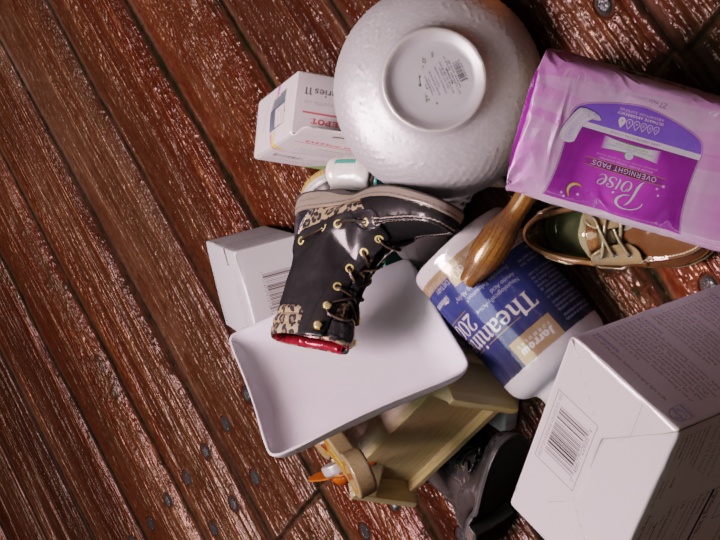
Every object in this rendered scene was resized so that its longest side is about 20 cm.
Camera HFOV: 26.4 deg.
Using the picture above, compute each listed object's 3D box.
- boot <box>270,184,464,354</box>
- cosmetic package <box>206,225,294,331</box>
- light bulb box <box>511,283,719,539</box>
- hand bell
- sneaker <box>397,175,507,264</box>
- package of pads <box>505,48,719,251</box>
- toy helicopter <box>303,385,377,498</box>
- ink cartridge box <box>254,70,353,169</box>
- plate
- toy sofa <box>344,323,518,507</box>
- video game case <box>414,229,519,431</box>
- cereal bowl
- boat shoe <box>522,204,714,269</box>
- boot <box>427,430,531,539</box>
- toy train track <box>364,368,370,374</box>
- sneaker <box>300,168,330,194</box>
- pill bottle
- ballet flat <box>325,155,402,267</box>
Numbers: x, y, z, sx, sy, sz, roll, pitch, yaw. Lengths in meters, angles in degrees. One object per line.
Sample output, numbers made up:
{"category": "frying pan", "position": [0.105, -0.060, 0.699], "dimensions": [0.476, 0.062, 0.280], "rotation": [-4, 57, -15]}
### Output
{"category": "boot", "position": [0.000, 0.000, 1.426], "dimensions": [0.200, 0.073, 0.151], "rotation": [3, 71, 41]}
{"category": "cosmetic package", "position": [-0.113, 0.014, 1.758], "dimensions": [0.200, 0.081, 0.113], "rotation": [-172, 67, -74]}
{"category": "light bulb box", "position": [0.258, 0.136, 1.267], "dimensions": [0.125, 0.200, 0.198], "rotation": [46, 136, 35]}
{"category": "hand bell", "position": [0.146, -0.069, 1.349], "dimensions": [0.104, 0.104, 0.200], "rotation": [46, 111, 32]}
{"category": "sneaker", "position": [0.095, -0.084, 1.491], "dimensions": [0.116, 0.074, 0.200], "rotation": [31, 119, 45]}
{"category": "package of pads", "position": [0.225, -0.095, 1.230], "dimensions": [0.200, 0.076, 0.121], "rotation": [17, 102, 7]}
{"category": "toy helicopter", "position": [-0.027, 0.171, 1.501], "dimensions": [0.200, 0.079, 0.132], "rotation": [-134, 26, -61]}
{"category": "ink cartridge box", "position": [-0.028, -0.150, 1.547], "dimensions": [0.200, 0.117, 0.067], "rotation": [167, 110, -72]}
{"category": "plate", "position": [-0.012, 0.086, 1.464], "dimensions": [0.200, 0.200, 0.032], "rotation": [-117, 4, -55]}
{"category": "toy sofa", "position": [0.062, 0.145, 1.531], "dimensions": [0.200, 0.083, 0.098], "rotation": [-50, 41, 38]}
{"category": "video game case", "position": [0.098, 0.045, 1.596], "dimensions": [0.200, 0.022, 0.182], "rotation": [33, 129, 43]}
{"category": "cereal bowl", "position": [0.069, -0.167, 1.395], "dimensions": [0.083, 0.200, 0.200], "rotation": [15, -126, -82]}
{"category": "boat shoe", "position": [0.224, -0.031, 1.350], "dimensions": [0.200, 0.074, 0.076], "rotation": [-2, 102, 54]}
{"category": "boot", "position": [0.093, 0.187, 1.609], "dimensions": [0.174, 0.069, 0.200], "rotation": [49, 148, 30]}
{"category": "toy train track", "position": [-0.012, 0.076, 1.556], "dimensions": [0.200, 0.033, 0.115], "rotation": [-118, 42, -67]}
{"category": "sneaker", "position": [-0.017, -0.025, 1.644], "dimensions": [0.200, 0.076, 0.088], "rotation": [86, 167, -51]}
{"category": "pill bottle", "position": [0.154, 0.048, 1.431], "dimensions": [0.200, 0.111, 0.111], "rotation": [49, 140, 9]}
{"category": "ballet flat", "position": [0.002, -0.052, 1.560], "dimensions": [0.069, 0.069, 0.200], "rotation": [46, 162, 33]}
